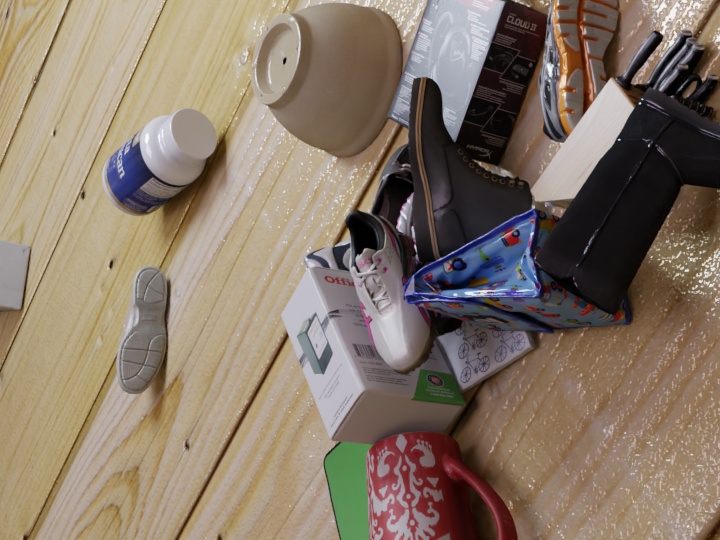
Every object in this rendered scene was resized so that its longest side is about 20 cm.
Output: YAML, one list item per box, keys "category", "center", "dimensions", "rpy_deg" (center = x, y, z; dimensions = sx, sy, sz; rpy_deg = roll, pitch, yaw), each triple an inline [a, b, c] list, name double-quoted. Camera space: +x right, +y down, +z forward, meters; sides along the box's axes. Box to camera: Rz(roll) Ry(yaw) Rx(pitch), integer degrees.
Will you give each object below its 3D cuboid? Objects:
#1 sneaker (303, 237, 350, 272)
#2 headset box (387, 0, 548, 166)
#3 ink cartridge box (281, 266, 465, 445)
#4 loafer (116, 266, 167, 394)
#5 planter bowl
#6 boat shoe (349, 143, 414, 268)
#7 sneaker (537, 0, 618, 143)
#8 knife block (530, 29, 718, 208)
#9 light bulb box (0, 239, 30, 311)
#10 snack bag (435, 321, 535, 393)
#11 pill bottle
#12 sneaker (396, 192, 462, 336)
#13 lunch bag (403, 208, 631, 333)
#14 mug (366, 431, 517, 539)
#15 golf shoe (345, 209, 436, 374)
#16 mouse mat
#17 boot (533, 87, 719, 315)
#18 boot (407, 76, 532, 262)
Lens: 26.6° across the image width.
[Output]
- category: "sneaker"
  center: [0.000, 0.000, 1.886]
  dimensions: [0.199, 0.128, 0.080]
  rpy_deg: [82, 170, -75]
- category: "headset box"
  center: [0.126, -0.243, 1.766]
  dimensions: [0.149, 0.077, 0.202]
  rpy_deg: [34, 108, 52]
- category: "ink cartridge box"
  center: [0.012, 0.099, 1.742]
  dimensions: [0.084, 0.145, 0.201]
  rpy_deg: [-58, 39, 31]
- category: "loafer"
  center: [-0.337, 0.096, 2.353]
  dimensions: [0.063, 0.071, 0.202]
  rpy_deg: [145, 134, -66]
- category: "planter bowl"
  center: [-0.059, -0.259, 1.986]
  dimensions: [0.200, 0.134, 0.202]
  rpy_deg: [-21, 64, 52]
- category: "boat shoe"
  center: [0.046, -0.075, 1.797]
  dimensions: [0.201, 0.066, 0.057]
  rpy_deg: [-66, 9, -29]
- category: "sneaker"
  center: [0.223, -0.230, 1.630]
  dimensions: [0.077, 0.078, 0.202]
  rpy_deg: [157, 122, -65]
- category: "knife block"
  center: [0.269, -0.153, 1.549]
  dimensions: [0.199, 0.064, 0.178]
  rpy_deg: [-3, 77, 55]
- category: "light bulb box"
  center: [-0.751, 0.000, 2.847]
  dimensions: [0.199, 0.197, 0.126]
  rpy_deg: [-6, 74, 55]
- category: "snack bag"
  center: [0.120, 0.036, 1.745]
  dimensions: [0.188, 0.021, 0.202]
  rpy_deg: [-37, 52, 45]
- category: "pill bottle"
  center: [-0.304, -0.169, 2.331]
  dimensions: [0.199, 0.110, 0.112]
  rpy_deg: [-31, 56, 47]
- category: "sneaker"
  center: [0.091, -0.003, 1.733]
  dimensions: [0.085, 0.080, 0.202]
  rpy_deg: [-8, 57, 23]
- category: "lunch bag"
  center: [0.153, 0.016, 1.568]
  dimensions: [0.199, 0.150, 0.095]
  rpy_deg: [-17, 67, 44]
- category: "mug"
  center: [0.088, 0.284, 1.657]
  dimensions: [0.176, 0.134, 0.202]
  rpy_deg: [-14, 58, 11]
- category: "golf shoe"
  center: [0.022, 0.023, 1.637]
  dimensions: [0.072, 0.092, 0.201]
  rpy_deg: [-35, 45, 22]
- category: "mouse mat"
  center: [0.016, 0.276, 1.839]
  dimensions: [0.161, 0.007, 0.202]
  rpy_deg: [-46, 47, 39]
- category: "boot"
  center: [0.275, -0.047, 1.410]
  dimensions: [0.164, 0.066, 0.201]
  rpy_deg: [32, 82, 25]
- category: "boot"
  center: [0.124, -0.116, 1.675]
  dimensions: [0.077, 0.137, 0.202]
  rpy_deg: [-43, -51, -79]
